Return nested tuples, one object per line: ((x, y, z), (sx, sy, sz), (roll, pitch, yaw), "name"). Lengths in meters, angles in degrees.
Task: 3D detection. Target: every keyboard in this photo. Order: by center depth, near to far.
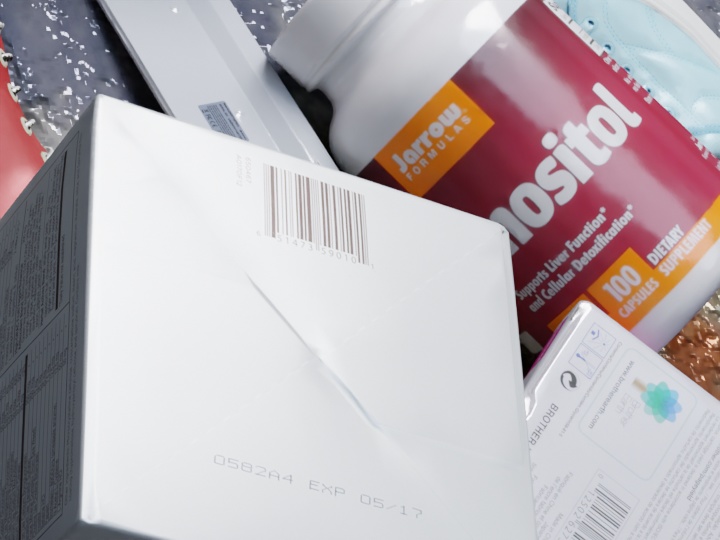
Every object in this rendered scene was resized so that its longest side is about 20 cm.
((-0.050, -0.060, 1.031), (0.056, 0.011, 0.200), (-16, 60, -29), "keyboard")

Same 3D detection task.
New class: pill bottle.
((0.061, -0.052, 1.055), (0.200, 0.113, 0.113), (43, 44, -1), "pill bottle")

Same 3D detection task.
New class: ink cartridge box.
((0.133, 0.117, 0.975), (0.200, 0.042, 0.119), (36, 57, 1), "ink cartridge box")

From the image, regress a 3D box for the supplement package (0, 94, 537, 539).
((-0.063, 0.076, 0.810), (0.152, 0.200, 0.151), (17, 50, -26), "supplement package")

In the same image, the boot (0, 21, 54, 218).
((-0.139, -0.064, 0.952), (0.144, 0.072, 0.200), (25, 56, -20), "boot")

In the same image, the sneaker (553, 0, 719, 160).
((0.130, -0.073, 1.148), (0.200, 0.074, 0.082), (29, 43, -14), "sneaker")

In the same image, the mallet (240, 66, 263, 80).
((0.000, 0.000, 1.031), (0.066, 0.041, 0.200), (3, 54, -33), "mallet")
